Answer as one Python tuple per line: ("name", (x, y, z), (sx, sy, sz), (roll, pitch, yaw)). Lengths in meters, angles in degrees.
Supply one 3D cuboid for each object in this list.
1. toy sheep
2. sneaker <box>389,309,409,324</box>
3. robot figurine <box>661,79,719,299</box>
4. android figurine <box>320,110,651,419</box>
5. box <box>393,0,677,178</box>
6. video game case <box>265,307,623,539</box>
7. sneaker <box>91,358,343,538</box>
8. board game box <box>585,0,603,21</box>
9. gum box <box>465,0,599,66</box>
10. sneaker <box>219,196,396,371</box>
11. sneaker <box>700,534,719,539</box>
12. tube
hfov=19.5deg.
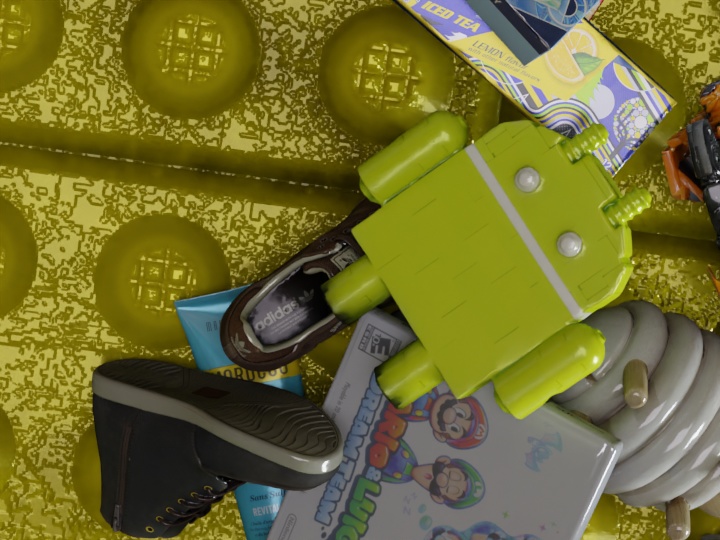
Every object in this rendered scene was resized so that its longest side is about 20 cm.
("toy sheep", (0.182, 0.086, 1.328), (0.138, 0.138, 0.200), (-44, 106, 6))
("sneaker", (0.070, 0.114, 1.358), (0.079, 0.078, 0.201), (-21, 106, -8))
("robot figurine", (0.251, -0.023, 1.319), (0.058, 0.145, 0.201), (-20, 100, 34))
("android figurine", (0.078, -0.008, 1.245), (0.199, 0.041, 0.183), (-33, 81, 15))
("box", (0.095, -0.145, 1.278), (0.200, 0.064, 0.070), (41, 97, -7))
("video game case", (0.043, 0.151, 1.299), (0.181, 0.024, 0.201), (28, 105, 18))
("sneaker", (-0.089, 0.128, 1.330), (0.199, 0.075, 0.107), (15, 111, 40))
("board game box", (0.111, -0.244, 1.317), (0.151, 0.046, 0.201), (32, 97, -6))
("gum box", (0.111, -0.250, 1.233), (0.170, 0.045, 0.200), (46, 71, -6))
("sneaker", (0.000, 0.000, 1.327), (0.200, 0.076, 0.071), (-38, 93, -6))
("sneaker", (0.240, 0.246, 1.341), (0.115, 0.201, 0.075), (4, 129, 7))
("tube", (-0.062, 0.109, 1.375), (0.077, 0.050, 0.201), (-13, 94, -1))
